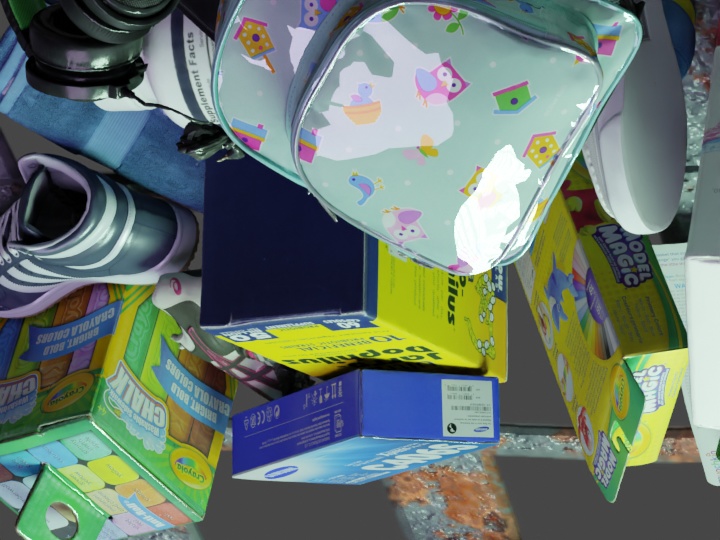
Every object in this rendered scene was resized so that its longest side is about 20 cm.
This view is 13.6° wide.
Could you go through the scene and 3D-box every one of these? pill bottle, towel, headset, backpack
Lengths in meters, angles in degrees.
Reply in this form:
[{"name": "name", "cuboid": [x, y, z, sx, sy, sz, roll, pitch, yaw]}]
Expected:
[{"name": "pill bottle", "cuboid": [-0.055, -0.134, 1.701, 0.199, 0.111, 0.111, -1, 139, 21]}, {"name": "towel", "cuboid": [-0.131, -0.094, 1.829, 0.199, 0.049, 0.112, 26, 142, -12]}, {"name": "headset", "cuboid": [-0.128, -0.140, 1.635, 0.200, 0.094, 0.124, 55, 142, 23]}, {"name": "backpack", "cuboid": [0.023, -0.106, 1.513, 0.199, 0.153, 0.176, 26, 118, -6]}]

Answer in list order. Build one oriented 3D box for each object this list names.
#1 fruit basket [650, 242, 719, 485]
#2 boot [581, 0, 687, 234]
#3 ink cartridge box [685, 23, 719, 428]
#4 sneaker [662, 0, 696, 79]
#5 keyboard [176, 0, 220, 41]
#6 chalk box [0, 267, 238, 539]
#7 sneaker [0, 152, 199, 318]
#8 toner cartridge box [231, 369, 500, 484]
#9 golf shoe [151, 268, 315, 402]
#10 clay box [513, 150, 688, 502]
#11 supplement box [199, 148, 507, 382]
[{"name": "fruit basket", "cuboid": [0.282, 0.055, 1.848, 0.184, 0.094, 0.201, -3, 122, 23]}, {"name": "boot", "cuboid": [0.114, -0.114, 1.631, 0.095, 0.201, 0.073, -9, 175, 36]}, {"name": "ink cartridge box", "cuboid": [0.229, -0.033, 1.636, 0.085, 0.201, 0.148, 5, 140, 13]}, {"name": "sneaker", "cuboid": [0.096, -0.109, 1.706, 0.199, 0.079, 0.066, -11, 136, 32]}, {"name": "keyboard", "cuboid": [-0.044, -0.176, 1.631, 0.200, 0.021, 0.127, 43, 105, 20]}, {"name": "chalk box", "cuboid": [-0.170, 0.096, 1.945, 0.124, 0.201, 0.125, -16, 136, 33]}, {"name": "sneaker", "cuboid": [-0.209, -0.022, 1.891, 0.199, 0.070, 0.108, -10, 159, 36]}, {"name": "toner cartridge box", "cuboid": [0.000, 0.098, 1.862, 0.095, 0.043, 0.200, 5, 167, -24]}, {"name": "golf shoe", "cuboid": [-0.071, 0.035, 1.917, 0.088, 0.078, 0.200, 12, 164, 12]}, {"name": "clay box", "cuboid": [0.141, 0.024, 1.754, 0.047, 0.201, 0.115, -9, 145, -14]}, {"name": "supplement box", "cuboid": [0.000, 0.000, 1.783, 0.108, 0.110, 0.200, -6, 165, 26]}]
